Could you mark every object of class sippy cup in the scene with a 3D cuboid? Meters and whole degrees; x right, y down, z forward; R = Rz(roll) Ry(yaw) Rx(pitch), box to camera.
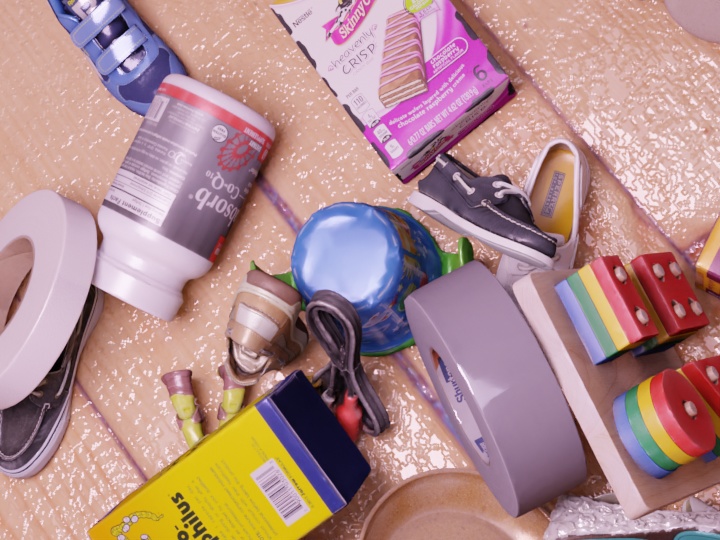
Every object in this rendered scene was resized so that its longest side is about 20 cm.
[{"bbox_3d":[0.000,0.000,1.309,0.177,0.130,0.140,-41,75,3],"label":"sippy cup"}]

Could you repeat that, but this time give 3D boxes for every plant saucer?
[{"bbox_3d":[0.087,0.262,1.252,0.198,0.036,0.202,9,54,-13],"label":"plant saucer"}]

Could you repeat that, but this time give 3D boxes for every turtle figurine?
[{"bbox_3d":[-0.140,0.170,1.345,0.197,0.064,0.163,-11,78,11],"label":"turtle figurine"}]

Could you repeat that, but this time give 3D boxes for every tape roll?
[{"bbox_3d":[0.108,0.096,1.227,0.066,0.200,0.202,-27,75,-6],"label":"tape roll"},{"bbox_3d":[-0.308,0.025,1.361,0.202,0.037,0.205,-32,44,37],"label":"tape roll"}]

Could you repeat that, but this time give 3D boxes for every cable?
[{"bbox_3d":[-0.018,0.094,1.277,0.097,0.201,0.050,32,64,12],"label":"cable"}]

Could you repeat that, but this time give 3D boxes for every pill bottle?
[{"bbox_3d":[-0.167,-0.064,1.365,0.115,0.116,0.202,25,87,15],"label":"pill bottle"}]

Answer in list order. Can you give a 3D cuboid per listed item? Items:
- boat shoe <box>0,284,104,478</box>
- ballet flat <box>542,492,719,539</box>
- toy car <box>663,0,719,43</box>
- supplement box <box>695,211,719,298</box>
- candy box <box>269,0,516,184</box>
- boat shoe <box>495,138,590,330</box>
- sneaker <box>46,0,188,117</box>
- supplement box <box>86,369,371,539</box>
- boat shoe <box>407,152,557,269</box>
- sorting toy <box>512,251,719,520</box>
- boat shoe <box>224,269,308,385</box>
[{"bbox_3d":[-0.300,0.091,1.391,0.071,0.071,0.202,16,85,15],"label":"boat shoe"},{"bbox_3d":[0.251,0.213,1.250,0.197,0.072,0.073,5,81,7],"label":"ballet flat"},{"bbox_3d":[0.341,-0.315,1.297,0.182,0.178,0.201,22,56,2],"label":"toy car"},{"bbox_3d":[0.380,0.012,1.231,0.198,0.110,0.086,27,88,16],"label":"supplement box"},{"bbox_3d":[0.029,-0.201,1.373,0.136,0.061,0.201,-38,74,5],"label":"candy box"},{"bbox_3d":[0.156,-0.017,1.307,0.070,0.070,0.202,15,84,14],"label":"boat shoe"},{"bbox_3d":[-0.239,-0.225,1.427,0.074,0.082,0.200,-41,76,2],"label":"sneaker"},{"bbox_3d":[-0.107,0.190,1.249,0.199,0.109,0.110,-37,90,13],"label":"supplement box"},{"bbox_3d":[0.107,-0.055,1.278,0.200,0.075,0.061,31,92,54],"label":"boat shoe"},{"bbox_3d":[0.234,0.078,1.201,0.069,0.199,0.200,-34,74,29],"label":"sorting toy"},{"bbox_3d":[-0.090,0.061,1.279,0.071,0.200,0.077,24,75,8],"label":"boat shoe"}]
